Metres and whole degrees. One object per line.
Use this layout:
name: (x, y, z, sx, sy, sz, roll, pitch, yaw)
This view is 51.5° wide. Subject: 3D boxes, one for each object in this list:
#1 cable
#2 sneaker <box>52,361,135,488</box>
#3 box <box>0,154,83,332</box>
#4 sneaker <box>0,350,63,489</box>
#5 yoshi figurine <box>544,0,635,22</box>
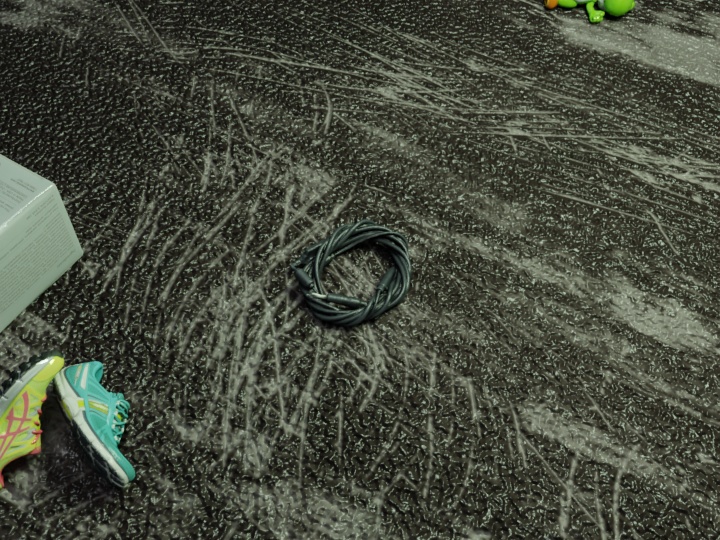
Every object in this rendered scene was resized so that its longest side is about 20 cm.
cable: (0.000, 0.000, 1.178, 0.199, 0.051, 0.163, -26, 58, -21)
sneaker: (-0.346, 0.198, 0.999, 0.079, 0.078, 0.200, -21, 56, -29)
box: (-0.569, -0.053, 1.114, 0.198, 0.172, 0.200, 27, 55, 17)
sneaker: (-0.446, 0.197, 0.975, 0.090, 0.078, 0.201, 40, 79, -21)
yoshi figurine: (0.513, -0.606, 1.637, 0.198, 0.113, 0.113, 10, 69, 2)
